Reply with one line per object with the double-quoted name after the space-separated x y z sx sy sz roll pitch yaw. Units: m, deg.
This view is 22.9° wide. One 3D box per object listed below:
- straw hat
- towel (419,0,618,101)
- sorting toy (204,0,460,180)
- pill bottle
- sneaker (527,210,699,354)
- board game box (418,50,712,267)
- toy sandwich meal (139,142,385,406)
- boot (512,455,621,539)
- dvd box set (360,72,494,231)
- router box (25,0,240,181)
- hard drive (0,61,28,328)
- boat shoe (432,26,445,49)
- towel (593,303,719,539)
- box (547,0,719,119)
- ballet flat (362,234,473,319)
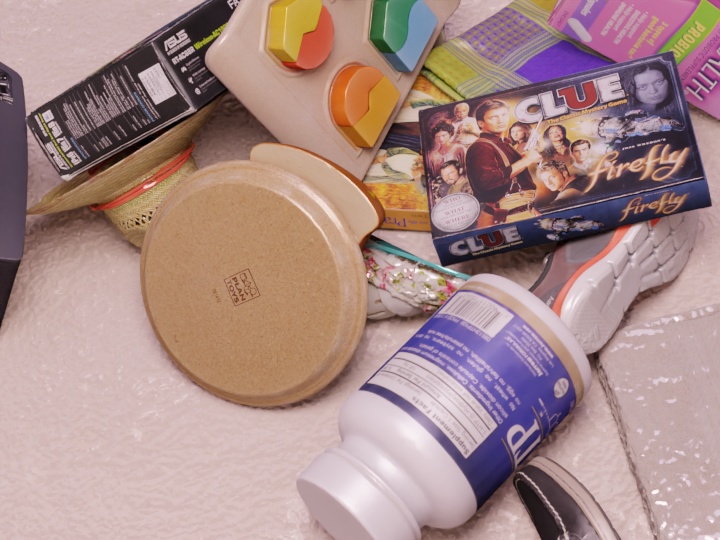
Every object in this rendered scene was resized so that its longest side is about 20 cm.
-0.161 -0.060 1.387 0.201 0.201 0.085 -34 101 -14 "straw hat"
0.160 -0.184 1.448 0.200 0.023 0.144 -33 51 -25 "towel"
-0.011 -0.184 1.352 0.036 0.185 0.200 14 67 44 "sorting toy"
0.055 0.108 1.235 0.120 0.120 0.200 36 68 26 "pill bottle"
0.179 -0.016 1.321 0.082 0.077 0.200 15 40 39 "sneaker"
0.147 -0.084 1.315 0.200 0.035 0.136 -13 48 9 "board game box"
-0.071 0.000 1.318 0.205 0.205 0.070 18 18 18 "toy sandwich meal"
0.113 0.232 1.178 0.151 0.073 0.200 -25 62 -9 "boot"
0.081 -0.094 1.419 0.200 0.029 0.146 5 56 11 "dvd box set"
-0.144 -0.158 1.383 0.150 0.062 0.200 -24 13 37 "router box"
-0.291 -0.055 1.387 0.042 0.135 0.200 6 52 -19 "hard drive"
-0.021 -0.220 1.494 0.200 0.072 0.060 5 60 18 "boat shoe"
0.250 0.115 1.257 0.132 0.034 0.200 -13 55 1 "towel"
0.273 -0.218 1.353 0.200 0.176 0.097 28 62 -2 "box"
0.000 0.000 1.357 0.200 0.076 0.064 24 94 26 "ballet flat"
